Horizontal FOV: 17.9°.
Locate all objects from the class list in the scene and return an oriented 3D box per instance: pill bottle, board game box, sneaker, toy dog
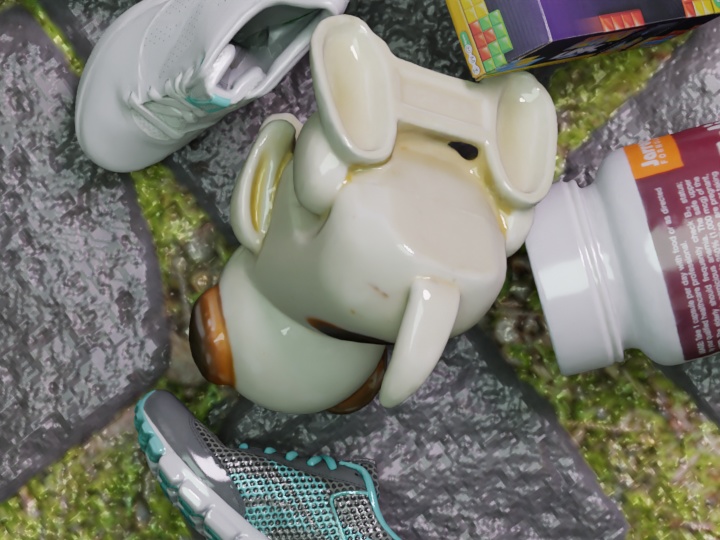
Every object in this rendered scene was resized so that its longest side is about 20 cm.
[{"bbox_3d":[0.185,-0.018,1.156,0.199,0.114,0.115,-15,87,5],"label":"pill bottle"},{"bbox_3d":[0.091,-0.207,1.148,0.057,0.165,0.201,-22,86,40],"label":"board game box"},{"bbox_3d":[-0.080,-0.103,1.169,0.075,0.089,0.200,35,124,-27],"label":"sneaker"},{"bbox_3d":[-0.033,0.125,1.207,0.200,0.078,0.091,43,77,2],"label":"sneaker"},{"bbox_3d":[0.000,0.000,1.151,0.139,0.200,0.195,5,61,-31],"label":"toy dog"}]
